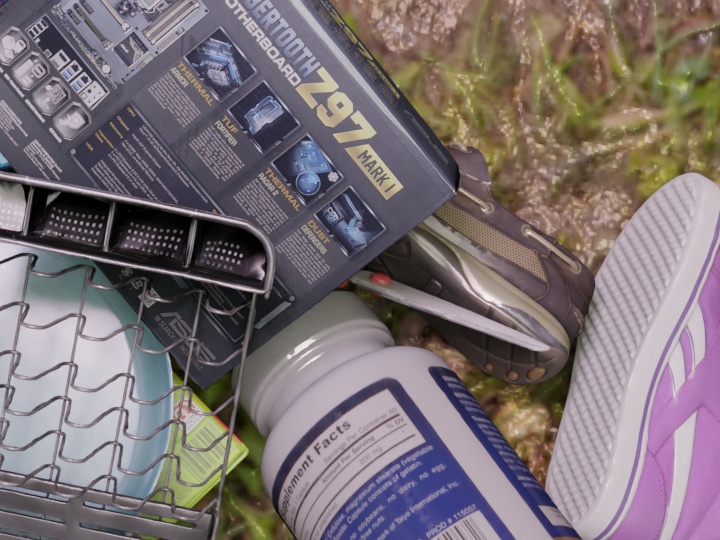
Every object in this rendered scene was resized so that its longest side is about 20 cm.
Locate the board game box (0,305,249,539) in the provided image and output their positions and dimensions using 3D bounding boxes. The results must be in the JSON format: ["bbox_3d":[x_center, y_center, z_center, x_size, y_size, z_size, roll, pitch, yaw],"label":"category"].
[{"bbox_3d":[-0.162,0.123,1.054,0.200,0.048,0.102,-44,94,-6],"label":"board game box"}]

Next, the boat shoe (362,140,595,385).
[{"bbox_3d":[0.034,-0.026,1.076,0.200,0.075,0.073,41,60,-1],"label":"boat shoe"}]

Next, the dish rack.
[{"bbox_3d":[-0.124,0.059,0.957,0.153,0.055,0.201,11,100,3],"label":"dish rack"}]

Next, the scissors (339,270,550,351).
[{"bbox_3d":[0.000,0.000,1.052,0.199,0.073,0.014,14,109,3],"label":"scissors"}]

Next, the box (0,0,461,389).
[{"bbox_3d":[-0.073,-0.070,0.976,0.158,0.051,0.200,-38,99,15],"label":"box"}]

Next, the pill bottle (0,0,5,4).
[{"bbox_3d":[-0.178,-0.175,1.022,0.199,0.112,0.113,-16,91,-7],"label":"pill bottle"}]

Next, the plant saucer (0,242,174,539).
[{"bbox_3d":[-0.188,0.064,1.017,0.199,0.027,0.201,0,83,0],"label":"plant saucer"}]

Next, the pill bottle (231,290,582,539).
[{"bbox_3d":[0.021,0.108,1.011,0.111,0.111,0.200,-34,60,-6],"label":"pill bottle"}]

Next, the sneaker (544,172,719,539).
[{"bbox_3d":[0.171,0.058,1.094,0.114,0.073,0.201,23,81,-26],"label":"sneaker"}]

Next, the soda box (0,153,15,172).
[{"bbox_3d":[-0.226,-0.071,1.040,0.199,0.064,0.068,-14,91,-7],"label":"soda box"}]
